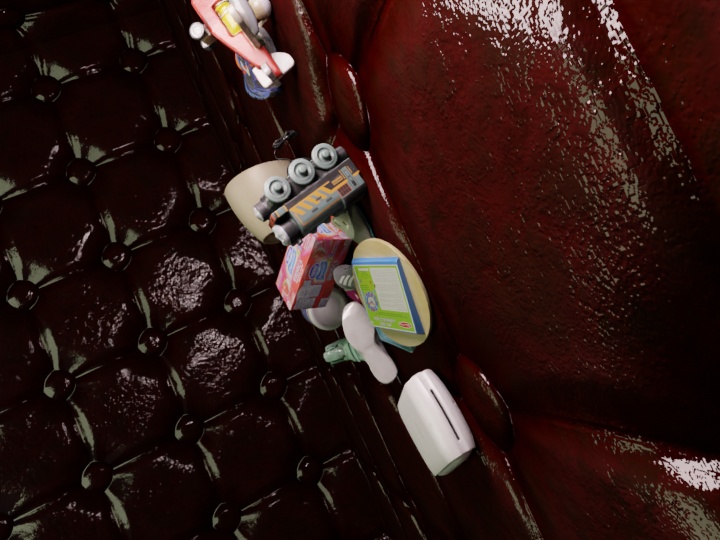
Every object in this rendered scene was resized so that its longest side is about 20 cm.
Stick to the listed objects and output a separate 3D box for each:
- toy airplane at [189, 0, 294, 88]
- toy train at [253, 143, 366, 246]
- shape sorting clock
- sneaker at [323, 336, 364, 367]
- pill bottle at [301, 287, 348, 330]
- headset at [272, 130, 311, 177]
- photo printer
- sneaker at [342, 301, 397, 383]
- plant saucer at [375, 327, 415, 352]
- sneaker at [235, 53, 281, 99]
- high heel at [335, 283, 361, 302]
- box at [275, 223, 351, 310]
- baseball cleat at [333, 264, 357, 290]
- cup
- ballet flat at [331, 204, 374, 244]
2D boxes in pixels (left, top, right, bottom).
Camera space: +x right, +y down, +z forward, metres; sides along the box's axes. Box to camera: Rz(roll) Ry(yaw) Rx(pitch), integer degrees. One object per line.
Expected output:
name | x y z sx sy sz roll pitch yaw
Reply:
toy airplane | -0.204 -0.446 0.979 0.198 0.143 0.199 27 -172 -45
toy train | -0.083 -0.129 0.883 0.115 0.199 0.085 50 159 1
shape sorting clock | 0.052 0.039 0.899 0.199 0.039 0.204 36 137 41
sneaker | -0.034 0.224 1.388 0.075 0.116 0.200 68 164 -4
pill bottle | -0.108 0.101 1.470 0.118 0.114 0.200 67 165 -6
headset | -0.124 -0.217 1.169 0.201 0.094 0.124 50 164 2
photo printer | 0.136 0.281 0.956 0.168 0.068 0.201 60 164 24
sneaker | 0.018 0.168 1.216 0.203 0.074 0.088 62 -179 3
plant saucer | 0.065 0.119 1.067 0.071 0.019 0.200 68 167 -6
sneaker | -0.234 -0.456 1.151 0.202 0.074 0.079 58 160 25
high heel | -0.063 0.031 1.235 0.200 0.095 0.068 47 157 53
box | -0.108 -0.018 1.161 0.096 0.098 0.203 53 133 38
baseball cleat | 0.000 0.000 1.046 0.199 0.069 0.109 27 134 53
cup | -0.214 -0.152 1.266 0.201 0.196 0.146 117 133 -72
ballet flat | -0.037 -0.118 0.974 0.203 0.063 0.067 66 166 2
